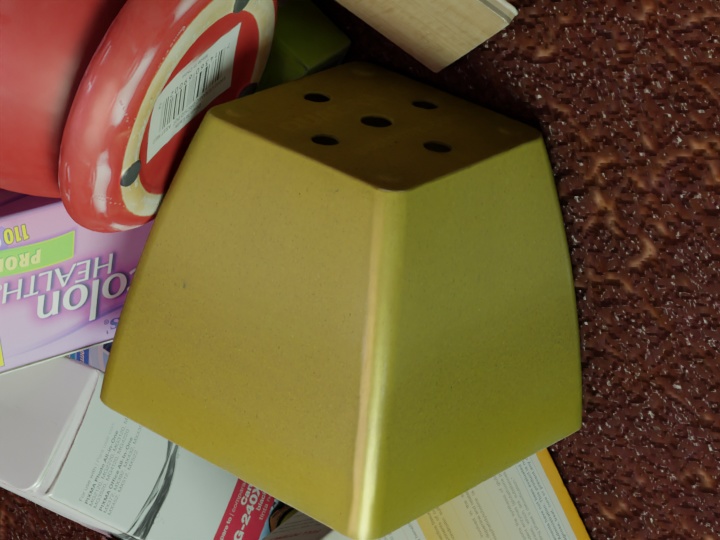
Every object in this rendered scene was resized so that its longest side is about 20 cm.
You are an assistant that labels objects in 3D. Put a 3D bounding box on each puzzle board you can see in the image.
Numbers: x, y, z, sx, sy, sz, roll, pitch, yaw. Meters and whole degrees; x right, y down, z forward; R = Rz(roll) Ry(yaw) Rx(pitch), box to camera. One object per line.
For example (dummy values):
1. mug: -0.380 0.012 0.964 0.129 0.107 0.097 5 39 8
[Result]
1. puzzle board: -0.019 -0.176 1.268 0.200 0.017 0.151 36 169 -7

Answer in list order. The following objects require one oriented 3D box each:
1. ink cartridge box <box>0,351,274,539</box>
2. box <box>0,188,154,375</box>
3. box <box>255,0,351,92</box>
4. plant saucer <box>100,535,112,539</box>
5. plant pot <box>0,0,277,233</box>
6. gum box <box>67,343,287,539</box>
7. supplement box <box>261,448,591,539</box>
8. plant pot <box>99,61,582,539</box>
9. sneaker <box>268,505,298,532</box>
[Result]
1. ink cartridge box: -0.164 0.109 1.508 0.145 0.084 0.200 17 168 37
2. box: -0.201 -0.034 1.477 0.200 0.175 0.097 -136 35 -55
3. box: -0.105 -0.154 1.450 0.200 0.048 0.122 46 139 13
4. plant saucer: -0.103 0.252 1.541 0.200 0.037 0.200 49 173 3
5. plant pot: -0.158 -0.128 1.336 0.182 0.200 0.201 31 136 16
6. gum box: -0.127 0.088 1.641 0.199 0.044 0.171 31 134 27
7. supplement box: 0.032 0.170 1.407 0.073 0.200 0.127 -15 104 50
8. plant pot: 0.000 0.000 1.345 0.199 0.199 0.177 25 121 33
9. sneaker: -0.007 0.238 1.615 0.090 0.070 0.201 32 144 59
